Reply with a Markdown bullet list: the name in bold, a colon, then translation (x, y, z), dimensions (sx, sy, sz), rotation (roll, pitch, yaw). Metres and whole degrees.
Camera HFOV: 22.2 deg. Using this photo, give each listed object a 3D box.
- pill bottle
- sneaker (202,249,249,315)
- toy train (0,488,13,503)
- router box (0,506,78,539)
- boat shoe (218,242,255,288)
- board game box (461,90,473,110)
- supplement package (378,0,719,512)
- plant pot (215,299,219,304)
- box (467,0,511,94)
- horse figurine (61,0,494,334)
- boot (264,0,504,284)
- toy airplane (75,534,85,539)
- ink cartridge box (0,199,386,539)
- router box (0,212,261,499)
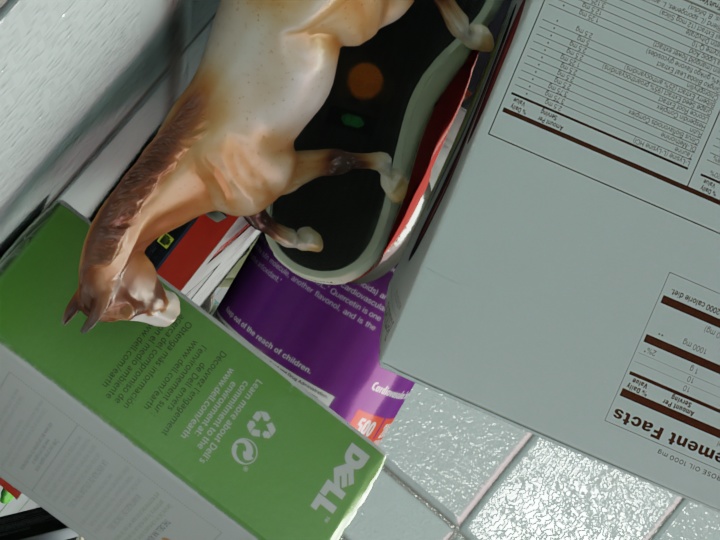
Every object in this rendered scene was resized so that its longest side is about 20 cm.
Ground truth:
- **pill bottle**: translation (0.000, 0.000, 0.967), dimensions (0.201, 0.112, 0.112), rotation (-59, 179, 7)
- **sneaker**: translation (-0.111, 0.046, 1.045), dimensions (0.200, 0.088, 0.081), rotation (-50, 180, 35)
- **toy train**: translation (-0.175, 0.083, 0.922), dimensions (0.057, 0.042, 0.200), rotation (-62, 175, 29)
- **router box**: translation (-0.171, 0.211, 0.984), dimensions (0.199, 0.052, 0.159), rotation (-5, 97, -56)
- **boat shoe**: translation (-0.012, -0.020, 1.117), dimensions (0.198, 0.075, 0.066), rotation (-8, -176, -4)
- **board game box**: translation (0.077, -0.143, 1.145), dimensions (0.165, 0.056, 0.201), rotation (-37, -150, 52)
- **supplement package**: translation (0.110, -0.041, 0.690), dimensions (0.191, 0.146, 0.201), rotation (-76, -171, -85)
- **plant pot**: translation (-0.137, 0.108, 1.246), dimensions (0.141, 0.141, 0.200), rotation (-50, 174, 10)
- **box**: translation (0.120, -0.142, 0.884), dimensions (0.149, 0.200, 0.107), rotation (-49, 180, 29)
- **horse figurine**: translation (-0.014, -0.067, 0.607), dimensions (0.132, 0.050, 0.201), rotation (7, 121, -52)
- **boot**: translation (0.021, -0.090, 0.812), dimensions (0.144, 0.072, 0.201), rotation (4, 108, -81)
- **toy airplane**: translation (-0.079, 0.175, 0.728), dimensions (0.199, 0.199, 0.142), rotation (-36, 127, -48)
- **ink cartridge box**: translation (-0.057, 0.074, 0.662), dimensions (0.059, 0.200, 0.104), rotation (-54, -177, -31)
- **router box**: translation (-0.091, -0.006, 0.857), dimensions (0.180, 0.049, 0.200), rotation (-50, -179, 22)
